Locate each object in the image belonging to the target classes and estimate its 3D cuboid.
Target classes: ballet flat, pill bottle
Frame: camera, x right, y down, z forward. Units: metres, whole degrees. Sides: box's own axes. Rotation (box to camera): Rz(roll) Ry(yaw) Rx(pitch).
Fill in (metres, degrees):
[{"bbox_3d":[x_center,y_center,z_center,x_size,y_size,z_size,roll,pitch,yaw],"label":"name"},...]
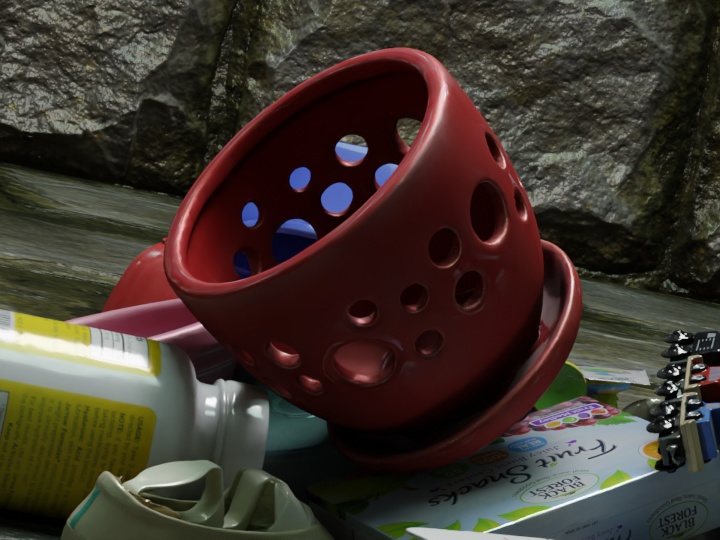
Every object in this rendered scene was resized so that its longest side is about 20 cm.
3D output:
[{"bbox_3d":[-0.074,0.137,1.575,0.200,0.070,0.069,7,8,-45],"label":"ballet flat"},{"bbox_3d":[-0.157,0.088,1.639,0.199,0.112,0.111,12,6,-11],"label":"pill bottle"}]

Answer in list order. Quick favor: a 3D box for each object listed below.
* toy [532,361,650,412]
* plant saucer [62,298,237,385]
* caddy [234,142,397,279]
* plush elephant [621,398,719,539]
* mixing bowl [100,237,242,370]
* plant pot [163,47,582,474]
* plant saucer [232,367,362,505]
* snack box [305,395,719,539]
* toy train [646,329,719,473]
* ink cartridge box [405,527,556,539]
[{"bbox_3d":[0.128,0.083,1.869,0.115,0.047,0.200,4,-3,4],"label":"toy"},{"bbox_3d":[-0.158,0.061,1.789,0.200,0.051,0.201,-13,6,1],"label":"plant saucer"},{"bbox_3d":[0.000,0.000,1.837,0.199,0.105,0.142,12,-31,10],"label":"caddy"},{"bbox_3d":[0.242,0.132,1.745,0.164,0.155,0.200,-23,-3,-5],"label":"plush elephant"},{"bbox_3d":[-0.094,0.036,1.971,0.199,0.109,0.200,7,3,0],"label":"mixing bowl"},{"bbox_3d":[0.015,0.001,1.661,0.183,0.200,0.200,50,-15,-30],"label":"plant pot"},{"bbox_3d":[-0.033,0.095,1.783,0.199,0.036,0.200,-8,24,3],"label":"plant saucer"},{"bbox_3d":[0.089,0.136,1.664,0.199,0.053,0.142,-17,20,-26],"label":"snack box"},{"bbox_3d":[0.195,0.074,1.671,0.046,0.034,0.200,-9,15,12],"label":"toy train"},{"bbox_3d":[0.122,0.187,1.508,0.199,0.067,0.116,9,7,-37],"label":"ink cartridge box"}]
